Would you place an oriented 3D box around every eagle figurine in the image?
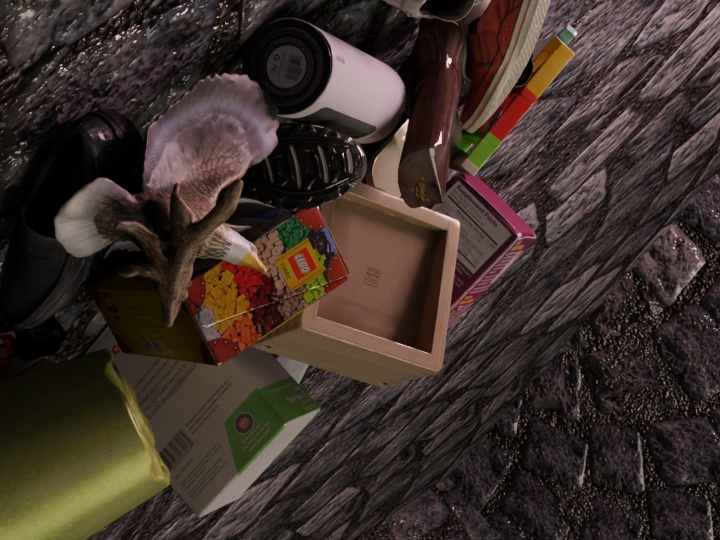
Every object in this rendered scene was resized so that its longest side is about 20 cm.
[{"bbox_3d":[-0.130,-0.047,1.151,0.152,0.151,0.200,-20,-151,10],"label":"eagle figurine"}]

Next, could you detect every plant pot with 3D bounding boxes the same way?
[{"bbox_3d":[-0.269,0.163,1.294,0.184,0.200,0.200,-25,163,-6],"label":"plant pot"}]

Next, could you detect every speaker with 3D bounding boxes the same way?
[{"bbox_3d":[-0.027,-0.160,1.314,0.081,0.081,0.200,-45,165,12],"label":"speaker"}]

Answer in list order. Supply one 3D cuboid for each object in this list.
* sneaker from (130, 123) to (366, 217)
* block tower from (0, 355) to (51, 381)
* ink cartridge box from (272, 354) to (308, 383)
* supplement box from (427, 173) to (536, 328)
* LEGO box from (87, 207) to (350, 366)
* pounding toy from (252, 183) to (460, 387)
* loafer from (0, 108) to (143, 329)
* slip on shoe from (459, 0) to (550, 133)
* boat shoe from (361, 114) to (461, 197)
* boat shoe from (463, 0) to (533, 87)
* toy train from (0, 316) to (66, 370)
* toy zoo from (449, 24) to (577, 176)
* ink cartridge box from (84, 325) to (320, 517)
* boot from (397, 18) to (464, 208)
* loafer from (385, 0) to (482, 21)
[{"bbox_3d":[-0.091,-0.082,1.294,0.200,0.074,0.079,-9,-175,12],"label":"sneaker"},{"bbox_3d":[-0.328,0.146,1.461,0.058,0.054,0.200,-33,163,-32],"label":"block tower"},{"bbox_3d":[-0.040,0.010,1.644,0.200,0.041,0.200,117,-6,-55],"label":"ink cartridge box"},{"bbox_3d":[0.085,-0.001,1.687,0.200,0.103,0.131,-46,170,10],"label":"supplement box"},{"bbox_3d":[-0.128,0.010,1.348,0.149,0.077,0.200,-34,-162,-27],"label":"LEGO box"},{"bbox_3d":[0.000,0.000,1.488,0.184,0.200,0.142,20,157,-28],"label":"pounding toy"},{"bbox_3d":[-0.235,-0.036,1.159,0.201,0.068,0.070,-58,163,26],"label":"loafer"},{"bbox_3d":[0.132,-0.219,1.476,0.074,0.061,0.200,-50,164,-45],"label":"slip on shoe"},{"bbox_3d":[0.042,-0.126,1.624,0.063,0.074,0.201,-7,-157,38],"label":"boat shoe"},{"bbox_3d":[0.151,-0.223,1.605,0.075,0.066,0.199,-42,166,-5],"label":"boat shoe"},{"bbox_3d":[-0.319,0.069,1.282,0.034,0.046,0.200,-50,163,27],"label":"toy train"},{"bbox_3d":[0.167,-0.190,1.674,0.200,0.020,0.131,-51,-169,1],"label":"toy zoo"},{"bbox_3d":[-0.164,0.118,1.516,0.146,0.200,0.084,-47,167,21],"label":"ink cartridge box"},{"bbox_3d":[0.062,-0.123,1.450,0.186,0.064,0.200,90,4,-57],"label":"boot"},{"bbox_3d":[0.071,-0.245,1.336,0.070,0.070,0.200,-50,164,26],"label":"loafer"}]
